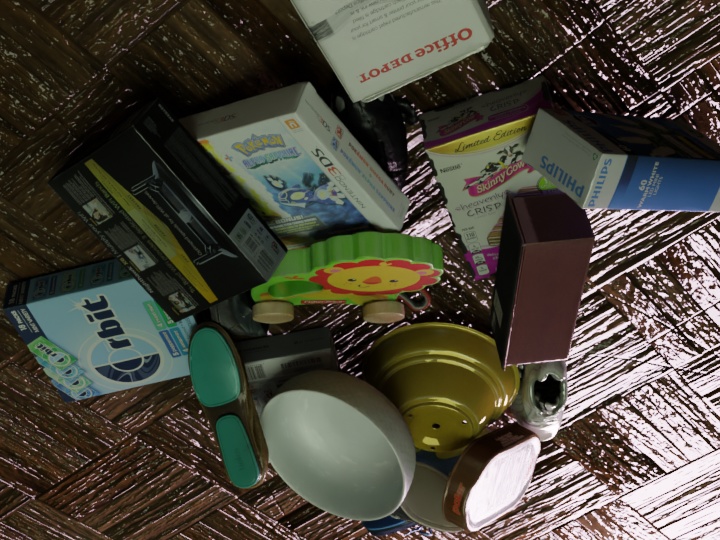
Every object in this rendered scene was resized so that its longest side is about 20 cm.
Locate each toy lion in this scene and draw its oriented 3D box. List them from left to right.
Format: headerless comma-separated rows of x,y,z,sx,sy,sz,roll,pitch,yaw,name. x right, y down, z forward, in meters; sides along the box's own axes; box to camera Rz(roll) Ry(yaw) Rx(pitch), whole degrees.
-0.016,0.002,1.198,0.197,0.070,0.192,-1,164,-5,toy lion

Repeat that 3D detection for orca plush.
0.007,-0.108,1.163,0.103,0.072,0.202,1,134,-6,orca plush

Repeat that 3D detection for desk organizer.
0.189,0.013,1.217,0.076,0.072,0.202,-5,138,-5,desk organizer

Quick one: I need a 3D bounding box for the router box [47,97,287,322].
-0.192,-0.053,1.140,0.156,0.052,0.201,-21,117,41,router box

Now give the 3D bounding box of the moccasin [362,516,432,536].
0.098,0.325,1.587,0.198,0.081,0.068,-26,130,20,moccasin

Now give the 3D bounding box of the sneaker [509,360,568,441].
0.227,0.159,1.440,0.074,0.082,0.202,-8,136,0,sneaker

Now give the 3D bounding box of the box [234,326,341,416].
-0.093,0.162,1.438,0.153,0.042,0.202,-10,133,4,box

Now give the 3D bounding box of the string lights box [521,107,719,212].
0.267,-0.106,1.120,0.198,0.103,0.060,-1,121,-34,string lights box

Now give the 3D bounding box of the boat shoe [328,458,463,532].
0.048,0.281,1.471,0.198,0.073,0.063,24,152,3,boat shoe

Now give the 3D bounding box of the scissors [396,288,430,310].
0.000,0.000,1.311,0.073,0.014,0.199,-33,127,26,scissors

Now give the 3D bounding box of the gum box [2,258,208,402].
-0.282,0.065,1.322,0.197,0.045,0.171,-14,134,7,gum box

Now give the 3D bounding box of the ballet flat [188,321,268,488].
-0.147,0.151,1.329,0.067,0.072,0.203,-17,98,15,ballet flat

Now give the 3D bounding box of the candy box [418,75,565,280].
0.153,-0.091,1.201,0.135,0.062,0.201,-17,133,11,candy box

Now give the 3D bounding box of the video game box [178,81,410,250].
-0.079,-0.093,1.139,0.198,0.047,0.182,-9,137,38,video game box

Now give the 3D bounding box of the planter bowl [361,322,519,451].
0.095,0.162,1.402,0.197,0.084,0.202,5,134,5,planter bowl

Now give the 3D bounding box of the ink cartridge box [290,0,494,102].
0.012,-0.267,1.001,0.145,0.084,0.201,-21,132,15,ink cartridge box

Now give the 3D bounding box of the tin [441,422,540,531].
0.166,0.257,1.427,0.199,0.042,0.113,-11,122,-56,tin

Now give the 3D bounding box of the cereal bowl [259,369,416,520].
-0.019,0.197,1.371,0.198,0.083,0.202,16,130,20,cereal bowl

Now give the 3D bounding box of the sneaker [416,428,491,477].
0.088,0.268,1.512,0.197,0.106,0.076,-14,137,8,sneaker

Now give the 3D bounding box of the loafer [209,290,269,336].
-0.160,0.005,1.260,0.071,0.073,0.201,-9,133,10,loafer
